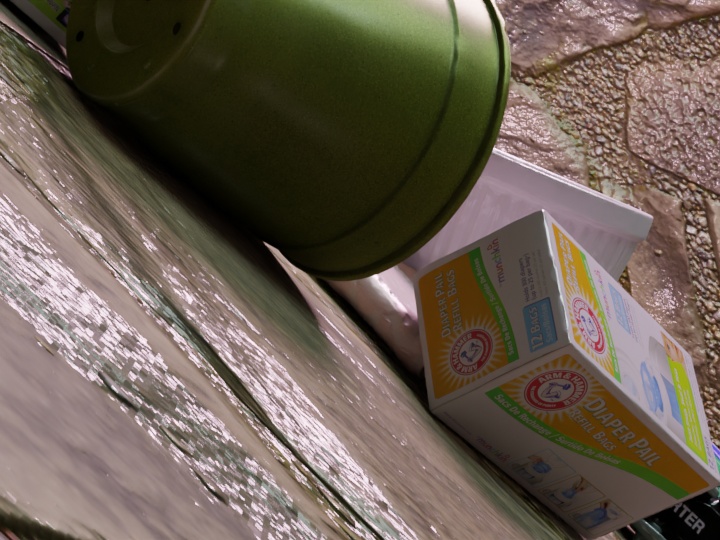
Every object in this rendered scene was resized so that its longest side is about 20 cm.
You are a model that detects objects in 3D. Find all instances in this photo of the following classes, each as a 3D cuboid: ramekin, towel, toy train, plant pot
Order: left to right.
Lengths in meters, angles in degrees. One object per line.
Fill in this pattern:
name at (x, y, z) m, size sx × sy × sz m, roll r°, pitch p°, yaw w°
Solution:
plant pot at (-0.054, -0.120, 1.161) m, size 0.193 × 0.200 × 0.200 m, roll 25°, pitch 17°, yaw -41°
towel at (0.000, 0.000, 1.403) m, size 0.200 × 0.032 × 0.191 m, roll 47°, pitch 4°, yaw 14°
ramekin at (0.111, -0.032, 1.572) m, size 0.200 × 0.105 × 0.200 m, roll 23°, pitch 5°, yaw -2°
toy train at (0.234, 0.178, 1.638) m, size 0.200 × 0.085 × 0.114 m, roll 42°, pitch -6°, yaw -15°

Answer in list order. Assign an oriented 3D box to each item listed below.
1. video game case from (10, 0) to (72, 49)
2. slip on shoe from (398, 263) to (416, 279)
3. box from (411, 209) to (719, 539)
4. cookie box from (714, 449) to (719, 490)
video game case at (-0.234, -0.225, 1.226) m, size 0.181 × 0.045 × 0.200 m, roll 42°, pitch 6°, yaw -31°
slip on shoe at (0.089, 0.022, 1.693) m, size 0.200 × 0.061 × 0.076 m, roll 48°, pitch 6°, yaw 25°
box at (0.131, 0.070, 1.314) m, size 0.200 × 0.101 × 0.113 m, roll 41°, pitch 31°, yaw -41°
cookie box at (0.331, 0.226, 1.869) m, size 0.171 × 0.075 × 0.200 m, roll 44°, pitch 5°, yaw -38°
